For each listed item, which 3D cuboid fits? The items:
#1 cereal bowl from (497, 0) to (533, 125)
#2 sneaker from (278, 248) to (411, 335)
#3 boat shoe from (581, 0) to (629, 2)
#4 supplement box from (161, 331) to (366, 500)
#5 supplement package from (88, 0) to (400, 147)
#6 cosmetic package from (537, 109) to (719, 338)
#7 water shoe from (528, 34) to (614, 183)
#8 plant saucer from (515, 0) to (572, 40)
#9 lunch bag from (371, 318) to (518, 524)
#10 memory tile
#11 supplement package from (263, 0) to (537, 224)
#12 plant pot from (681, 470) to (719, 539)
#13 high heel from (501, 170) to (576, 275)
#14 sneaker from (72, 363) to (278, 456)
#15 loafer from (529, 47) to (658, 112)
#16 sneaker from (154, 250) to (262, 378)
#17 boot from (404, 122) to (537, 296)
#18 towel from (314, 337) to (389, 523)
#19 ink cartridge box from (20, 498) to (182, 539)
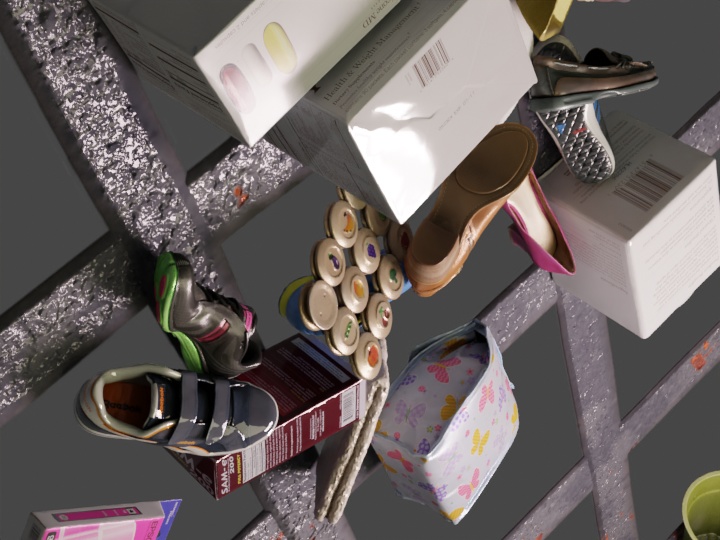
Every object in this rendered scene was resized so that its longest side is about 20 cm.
[{"bbox_3d":[0.113,-0.209,1.347,0.200,0.083,0.200,-29,136,-32],"label":"cereal bowl"},{"bbox_3d":[0.006,0.031,1.414,0.200,0.078,0.066,-18,127,-40],"label":"sneaker"},{"bbox_3d":[0.286,-0.347,1.391,0.072,0.065,0.200,104,12,-45],"label":"boat shoe"},{"bbox_3d":[-0.102,0.149,1.357,0.200,0.109,0.061,-25,134,-32],"label":"supplement box"},{"bbox_3d":[-0.088,-0.229,1.052,0.200,0.156,0.111,-47,142,-12],"label":"supplement package"},{"bbox_3d":[0.344,-0.058,1.640,0.167,0.166,0.200,-41,140,-17],"label":"cosmetic package"},{"bbox_3d":[0.246,-0.197,1.524,0.071,0.079,0.200,-15,122,16],"label":"water shoe"},{"bbox_3d":[0.214,-0.344,1.331,0.200,0.048,0.200,-44,156,-71],"label":"plant saucer"},{"bbox_3d":[0.111,0.180,1.596,0.200,0.127,0.170,-51,143,-22],"label":"lunch bag"},{"bbox_3d":[0.000,0.000,1.337,0.153,0.017,0.200,49,47,-41],"label":"memory tile"},{"bbox_3d":[0.010,-0.187,1.155,0.191,0.200,0.147,-46,141,-13],"label":"supplement package"},{"bbox_3d":[0.692,0.515,2.453,0.200,0.200,0.190,-34,151,-25],"label":"plant pot"},{"bbox_3d":[0.208,-0.073,1.539,0.067,0.096,0.200,-39,140,-20],"label":"high heel"},{"bbox_3d":[-0.170,0.134,1.227,0.200,0.079,0.079,4,162,-18],"label":"sneaker"},{"bbox_3d":[0.261,-0.220,1.418,0.200,0.072,0.063,-19,104,-40],"label":"loafer"},{"bbox_3d":[-0.145,0.040,1.241,0.084,0.077,0.200,-13,148,5],"label":"sneaker"},{"bbox_3d":[0.113,-0.062,1.397,0.200,0.074,0.155,-49,169,-10],"label":"boot"},{"bbox_3d":[-0.008,0.183,1.479,0.034,0.133,0.200,18,108,-8],"label":"towel"},{"bbox_3d":[-0.271,0.292,1.345,0.200,0.037,0.095,4,114,-51],"label":"ink cartridge box"}]
